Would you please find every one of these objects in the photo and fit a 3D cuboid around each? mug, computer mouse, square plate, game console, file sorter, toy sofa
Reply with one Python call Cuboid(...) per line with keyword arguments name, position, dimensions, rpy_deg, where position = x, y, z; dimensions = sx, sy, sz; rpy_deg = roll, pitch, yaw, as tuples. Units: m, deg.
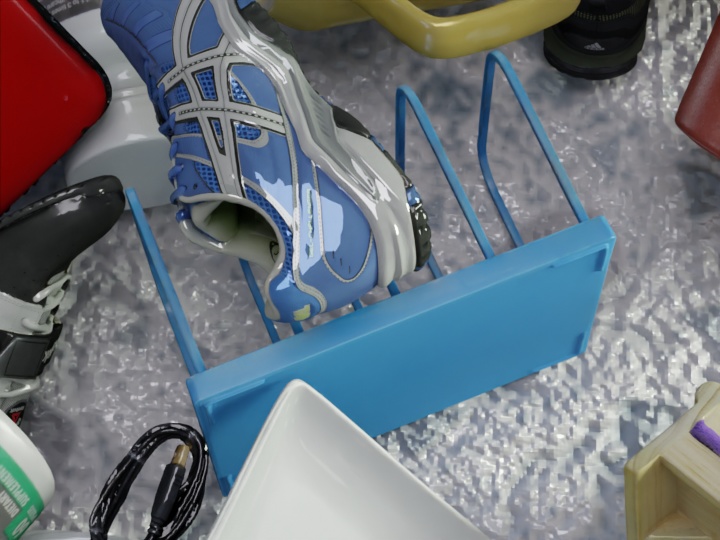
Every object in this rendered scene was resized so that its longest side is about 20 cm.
Cuboid(name="mug", position=(0.012, -0.190, 0.858), dimensions=(0.153, 0.186, 0.150), rpy_deg=(-22, 110, -21))
Cuboid(name="computer mouse", position=(-0.102, 0.161, 0.730), dimensions=(0.058, 0.034, 0.201), rpy_deg=(9, 76, 4))
Cuboid(name="square plate", position=(-0.014, 0.183, 0.755), dimensions=(0.200, 0.028, 0.199), rpy_deg=(42, 63, -29))
Cuboid(name="game console", position=(-0.229, -0.104, 0.870), dimensions=(0.200, 0.119, 0.172), rpy_deg=(-40, 101, 25))
Cuboid(name="file sorter", position=(0.000, 0.000, 0.825), dimensions=(0.199, 0.139, 0.123), rpy_deg=(-22, 67, -8))
Cuboid(name="toy sofa", position=(0.219, 0.135, 0.764), dimensions=(0.097, 0.083, 0.200), rpy_deg=(-36, 51, -19))

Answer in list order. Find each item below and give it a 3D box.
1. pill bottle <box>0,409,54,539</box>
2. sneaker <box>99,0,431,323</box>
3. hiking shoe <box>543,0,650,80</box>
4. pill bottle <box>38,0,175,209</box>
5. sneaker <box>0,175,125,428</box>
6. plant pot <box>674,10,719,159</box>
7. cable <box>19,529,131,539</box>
Cuboid(name="pill bottle", position=(-0.233, 0.130, 0.718), dimensions=(0.113, 0.113, 0.200), rpy_deg=(36, 68, 13))
Cuboid(name="sneaker", position=(-0.058, -0.060, 0.740), dimensions=(0.077, 0.076, 0.200), rpy_deg=(-34, 62, -19))
Cuboid(name="hiking shoe", position=(0.139, -0.208, 0.922), dimensions=(0.075, 0.101, 0.201), rpy_deg=(4, 69, 1))
Cuboid(name="pill bottle", position=(-0.126, -0.139, 0.889), dimensions=(0.110, 0.111, 0.201), rpy_deg=(-11, 69, -4))
Cuboid(name="sneaker", position=(-0.174, 0.033, 0.826), dimensions=(0.200, 0.074, 0.089), rpy_deg=(-37, 86, 20))
Cuboid(name="plant pot", position=(0.261, -0.123, 0.825), dimensions=(0.200, 0.201, 0.196), rpy_deg=(30, 105, 11))
Cuboid(name="cable", position=(-0.138, 0.220, 0.775), dimensions=(0.199, 0.069, 0.201), rpy_deg=(-10, 69, -5))
